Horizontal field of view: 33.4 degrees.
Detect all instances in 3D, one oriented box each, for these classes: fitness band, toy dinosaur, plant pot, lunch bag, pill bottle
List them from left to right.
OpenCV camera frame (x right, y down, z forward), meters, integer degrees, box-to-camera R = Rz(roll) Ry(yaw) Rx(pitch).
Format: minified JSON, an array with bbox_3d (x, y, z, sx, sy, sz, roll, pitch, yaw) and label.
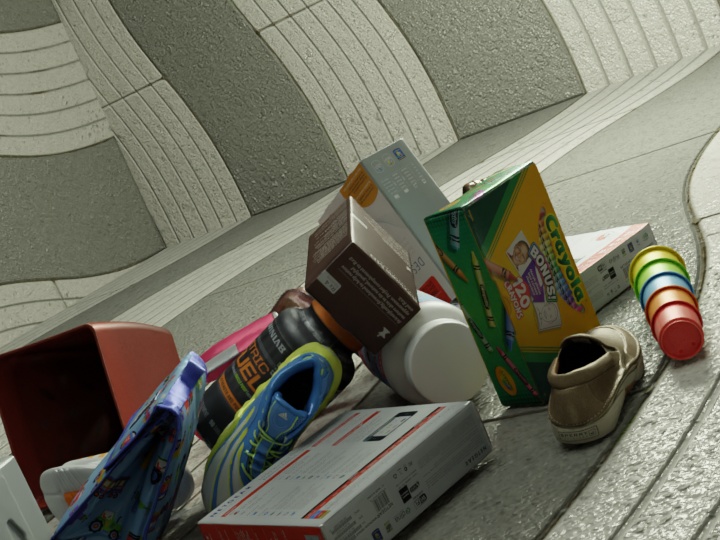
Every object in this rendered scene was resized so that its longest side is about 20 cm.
[{"bbox_3d":[-0.325,0.170,1.539,0.198,0.202,0.176,-18,-1,31],"label":"plant pot"},{"bbox_3d":[-0.202,0.178,1.175,0.201,0.093,0.151,-60,3,13],"label":"lunch bag"},{"bbox_3d":[-0.110,0.125,1.361,0.198,0.144,0.038,-29,42,1],"label":"fitness band"},{"bbox_3d":[-0.078,0.113,1.269,0.200,0.106,0.106,-46,7,10],"label":"pill bottle"},{"bbox_3d":[-0.054,0.060,1.515,0.198,0.136,0.086,20,54,29],"label":"toy dinosaur"},{"bbox_3d":[0.066,0.082,1.262,0.108,0.110,0.200,-26,10,-9],"label":"pill bottle"}]

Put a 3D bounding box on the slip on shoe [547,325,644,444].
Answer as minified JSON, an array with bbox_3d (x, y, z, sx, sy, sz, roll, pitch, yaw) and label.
[{"bbox_3d":[0.202,0.082,1.062,0.075,0.061,0.200,-12,15,27],"label":"slip on shoe"}]

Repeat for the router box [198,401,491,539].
[{"bbox_3d":[-0.013,0.186,1.042,0.199,0.049,0.179,-33,13,-38],"label":"router box"}]

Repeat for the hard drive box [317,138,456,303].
[{"bbox_3d":[0.055,-0.034,1.493,0.076,0.201,0.156,-31,-12,-34],"label":"hard drive box"}]

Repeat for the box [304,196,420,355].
[{"bbox_3d":[0.000,0.000,1.249,0.075,0.100,0.200,-43,13,12],"label":"box"}]

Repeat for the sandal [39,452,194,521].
[{"bbox_3d":[-0.262,0.240,1.340,0.204,0.080,0.059,-10,14,24],"label":"sandal"}]

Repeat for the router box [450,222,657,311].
[{"bbox_3d":[0.220,0.018,1.393,0.199,0.049,0.179,-32,13,-35],"label":"router box"}]

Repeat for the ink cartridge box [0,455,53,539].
[{"bbox_3d":[-0.423,0.299,1.193,0.198,0.147,0.145,-20,11,23],"label":"ink cartridge box"}]

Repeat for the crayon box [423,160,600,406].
[{"bbox_3d":[0.151,0.013,1.151,0.058,0.202,0.118,-12,15,48],"label":"crayon box"}]

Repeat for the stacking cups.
[{"bbox_3d":[0.291,0.028,1.144,0.060,0.061,0.200,-21,10,14],"label":"stacking cups"}]

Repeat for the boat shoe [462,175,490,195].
[{"bbox_3d":[0.177,-0.041,1.490,0.074,0.075,0.203,-22,-35,-5],"label":"boat shoe"}]

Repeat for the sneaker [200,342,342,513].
[{"bbox_3d":[-0.093,0.153,1.153,0.201,0.075,0.105,-57,-6,-3],"label":"sneaker"}]
